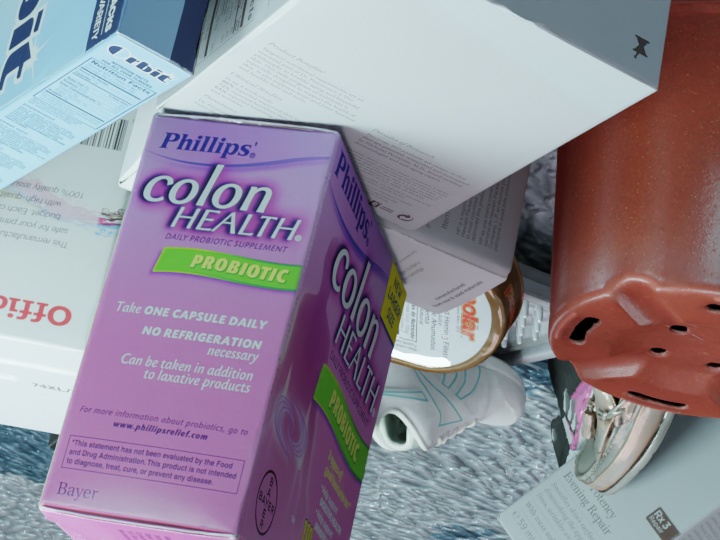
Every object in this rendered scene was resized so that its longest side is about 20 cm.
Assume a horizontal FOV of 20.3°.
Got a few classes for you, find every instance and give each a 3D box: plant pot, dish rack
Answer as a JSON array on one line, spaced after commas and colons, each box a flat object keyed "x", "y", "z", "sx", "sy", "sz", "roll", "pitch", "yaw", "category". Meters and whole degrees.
[{"x": 0.179, "y": -0.043, "z": 1.017, "sx": 0.200, "sy": 0.196, "sz": 0.201, "roll": 9, "pitch": 154, "yaw": 5, "category": "plant pot"}, {"x": 0.059, "y": 0.019, "z": 1.344, "sx": 0.199, "sy": 0.044, "sz": 0.171, "roll": 21, "pitch": 154, "yaw": -41, "category": "dish rack"}]

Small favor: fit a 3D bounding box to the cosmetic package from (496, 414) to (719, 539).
[{"x": 0.208, "y": 0.158, "z": 1.408, "sx": 0.200, "sy": 0.102, "sz": 0.074, "roll": -39, "pitch": 145, "yaw": 3, "category": "cosmetic package"}]

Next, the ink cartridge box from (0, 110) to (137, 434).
[{"x": -0.201, "y": -0.023, "z": 1.211, "sx": 0.146, "sy": 0.201, "sz": 0.146, "roll": 10, "pitch": 155, "yaw": 4, "category": "ink cartridge box"}]

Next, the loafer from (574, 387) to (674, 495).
[{"x": 0.183, "y": 0.064, "z": 1.328, "sx": 0.063, "sy": 0.072, "sz": 0.200, "roll": 19, "pitch": 125, "yaw": -14, "category": "loafer"}]

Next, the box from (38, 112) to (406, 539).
[{"x": -0.057, "y": 0.057, "z": 0.970, "sx": 0.096, "sy": 0.201, "sz": 0.176, "roll": 6, "pitch": 155, "yaw": 15, "category": "box"}]

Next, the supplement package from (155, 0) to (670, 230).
[{"x": 0.029, "y": -0.140, "z": 0.931, "sx": 0.151, "sy": 0.151, "sz": 0.200, "roll": 24, "pitch": 152, "yaw": -23, "category": "supplement package"}]

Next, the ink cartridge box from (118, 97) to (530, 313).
[{"x": -0.011, "y": -0.084, "z": 1.068, "sx": 0.199, "sy": 0.147, "sz": 0.086, "roll": 21, "pitch": 155, "yaw": -19, "category": "ink cartridge box"}]

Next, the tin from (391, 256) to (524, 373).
[{"x": 0.000, "y": 0.000, "z": 1.223, "sx": 0.199, "sy": 0.042, "sz": 0.112, "roll": 15, "pitch": 135, "yaw": 17, "category": "tin"}]

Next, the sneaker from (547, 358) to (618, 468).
[{"x": 0.186, "y": 0.099, "z": 1.471, "sx": 0.086, "sy": 0.081, "sz": 0.200, "roll": -13, "pitch": 152, "yaw": -3, "category": "sneaker"}]

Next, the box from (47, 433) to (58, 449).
[{"x": -0.105, "y": 0.087, "z": 1.487, "sx": 0.199, "sy": 0.125, "sz": 0.148, "roll": 20, "pitch": 153, "yaw": -20, "category": "box"}]

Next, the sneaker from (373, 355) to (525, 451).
[{"x": 0.041, "y": 0.089, "z": 1.366, "sx": 0.070, "sy": 0.081, "sz": 0.200, "roll": -14, "pitch": 157, "yaw": 38, "category": "sneaker"}]

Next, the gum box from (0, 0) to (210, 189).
[{"x": -0.132, "y": -0.143, "z": 0.971, "sx": 0.044, "sy": 0.171, "sz": 0.200, "roll": 28, "pitch": 151, "yaw": -30, "category": "gum box"}]
